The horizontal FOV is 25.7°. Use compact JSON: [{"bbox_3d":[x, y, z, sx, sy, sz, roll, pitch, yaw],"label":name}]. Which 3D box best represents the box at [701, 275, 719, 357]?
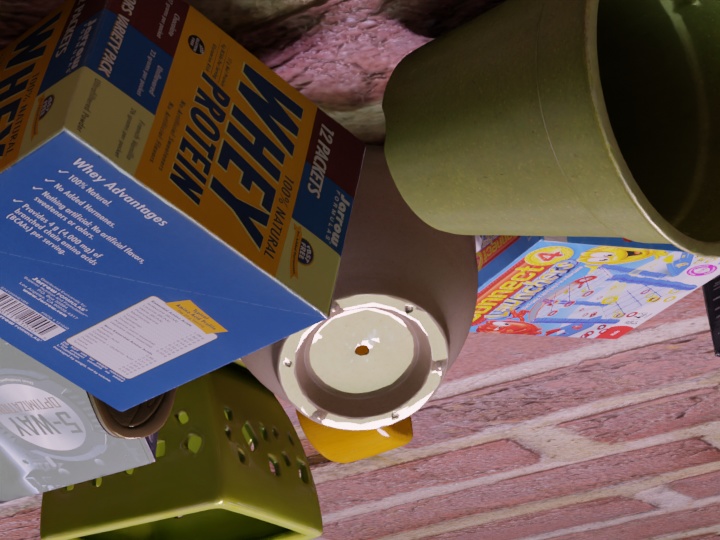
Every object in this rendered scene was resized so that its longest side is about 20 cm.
[{"bbox_3d":[0.433,0.014,1.396,0.164,0.086,0.200,9,154,-32],"label":"box"}]

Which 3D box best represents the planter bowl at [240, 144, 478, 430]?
[{"bbox_3d":[-0.006,0.028,1.124,0.200,0.135,0.200,-3,123,-5],"label":"planter bowl"}]

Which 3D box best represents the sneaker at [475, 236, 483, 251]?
[{"bbox_3d":[0.000,0.000,1.238,0.200,0.087,0.075,-11,157,10],"label":"sneaker"}]

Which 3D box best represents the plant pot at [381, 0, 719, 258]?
[{"bbox_3d":[0.118,-0.094,0.938,0.190,0.200,0.200,-10,161,42],"label":"plant pot"}]

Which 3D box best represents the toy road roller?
[{"bbox_3d":[-0.026,0.082,1.354,0.123,0.146,0.200,-24,152,37],"label":"toy road roller"}]

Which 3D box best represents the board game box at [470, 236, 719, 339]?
[{"bbox_3d":[0.180,-0.005,1.317,0.196,0.056,0.200,3,156,-24],"label":"board game box"}]

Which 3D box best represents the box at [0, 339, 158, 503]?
[{"bbox_3d":[-0.274,0.098,1.191,0.200,0.044,0.160,-15,121,7],"label":"box"}]

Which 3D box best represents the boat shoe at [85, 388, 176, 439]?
[{"bbox_3d":[-0.175,0.021,1.098,0.072,0.201,0.066,-6,169,-30],"label":"boat shoe"}]

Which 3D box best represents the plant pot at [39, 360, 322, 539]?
[{"bbox_3d":[-0.169,0.165,1.475,0.200,0.182,0.199,-16,157,21],"label":"plant pot"}]

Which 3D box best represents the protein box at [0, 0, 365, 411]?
[{"bbox_3d":[-0.142,-0.042,0.948,0.200,0.135,0.199,-26,130,39],"label":"protein box"}]
